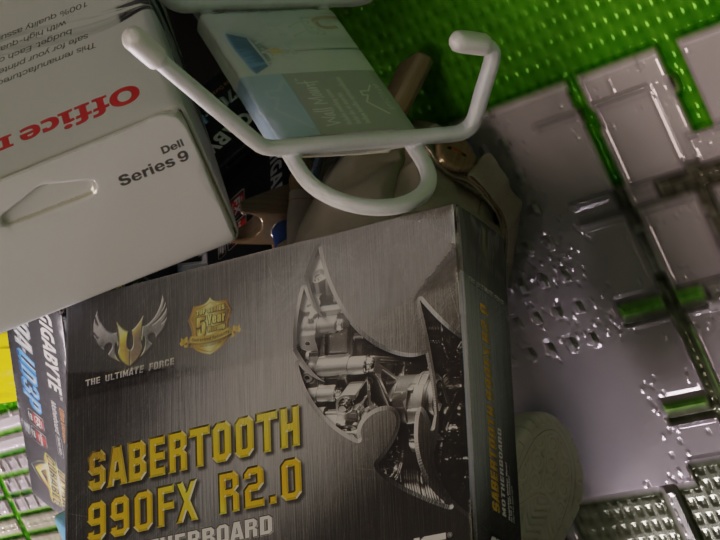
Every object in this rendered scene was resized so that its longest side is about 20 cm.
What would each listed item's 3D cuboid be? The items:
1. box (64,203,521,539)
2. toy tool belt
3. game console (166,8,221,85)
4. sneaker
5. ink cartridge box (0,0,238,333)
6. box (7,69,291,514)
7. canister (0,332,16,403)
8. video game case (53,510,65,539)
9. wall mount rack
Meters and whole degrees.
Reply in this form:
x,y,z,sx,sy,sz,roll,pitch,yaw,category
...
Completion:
x,y,z,sx,sy,sz,roll,pitch,yaw,category
-0.031,0.072,1.180,0.199,0.048,0.159,-13,67,27,box
0.000,0.000,1.321,0.200,0.124,0.123,119,154,-48,toy tool belt
-0.114,-0.128,1.438,0.177,0.031,0.201,-14,103,52,game console
0.014,0.144,1.251,0.111,0.200,0.077,-12,123,38,sneaker
-0.151,-0.074,1.266,0.200,0.145,0.084,-110,-2,-49,ink cartridge box
-0.099,0.019,1.370,0.046,0.159,0.200,35,149,23,box
-0.200,-0.044,1.434,0.149,0.086,0.201,127,135,-67,canister
-0.065,0.212,1.318,0.200,0.045,0.182,28,140,61,video game case
-0.044,-0.105,1.197,0.200,0.173,0.075,-123,38,-46,wall mount rack
